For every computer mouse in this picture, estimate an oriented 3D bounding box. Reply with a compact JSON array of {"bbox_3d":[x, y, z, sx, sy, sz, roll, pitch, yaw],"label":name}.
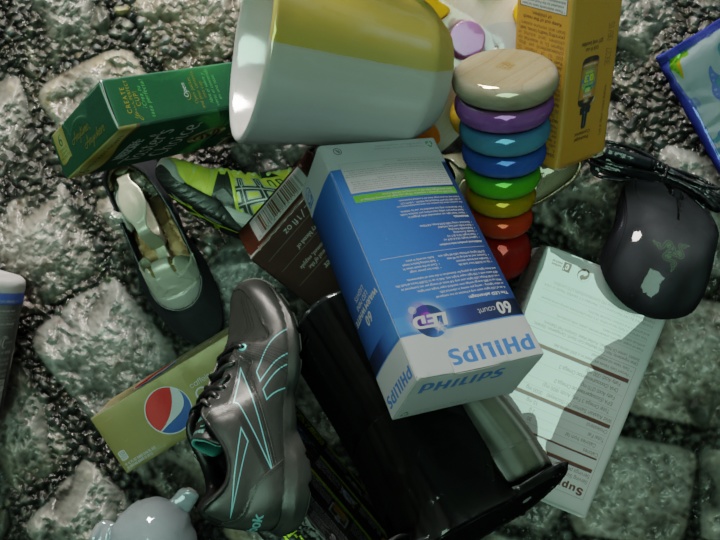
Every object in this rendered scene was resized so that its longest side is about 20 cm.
[{"bbox_3d":[0.252,-0.044,0.765,0.138,0.200,0.053,21,134,1],"label":"computer mouse"}]

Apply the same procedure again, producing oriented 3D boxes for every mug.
[{"bbox_3d":[-0.006,-0.170,0.689,0.152,0.187,0.150,8,60,-18],"label":"mug"}]

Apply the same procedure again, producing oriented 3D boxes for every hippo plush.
[{"bbox_3d":[-0.190,0.295,0.816,0.159,0.200,0.161,-27,79,-16],"label":"hippo plush"}]

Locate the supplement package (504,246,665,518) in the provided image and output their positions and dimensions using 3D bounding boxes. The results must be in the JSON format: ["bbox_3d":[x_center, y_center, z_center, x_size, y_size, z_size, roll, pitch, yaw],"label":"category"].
[{"bbox_3d":[0.174,0.092,0.805,0.117,0.117,0.201,22,93,3],"label":"supplement package"}]

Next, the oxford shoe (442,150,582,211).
[{"bbox_3d":[0.108,-0.080,0.833,0.199,0.074,0.071,-16,86,4],"label":"oxford shoe"}]

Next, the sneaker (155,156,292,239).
[{"bbox_3d":[-0.096,-0.065,0.860,0.199,0.075,0.077,24,83,-8],"label":"sneaker"}]

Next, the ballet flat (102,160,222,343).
[{"bbox_3d":[-0.193,-0.021,0.867,0.073,0.073,0.201,-23,88,5],"label":"ballet flat"}]

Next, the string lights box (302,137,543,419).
[{"bbox_3d":[0.039,-0.002,0.661,0.102,0.059,0.201,-7,58,-25],"label":"string lights box"}]

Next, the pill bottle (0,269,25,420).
[{"bbox_3d":[-0.394,0.096,0.865,0.113,0.114,0.201,12,91,6],"label":"pill bottle"}]

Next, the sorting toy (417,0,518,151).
[{"bbox_3d":[0.045,-0.225,0.801,0.179,0.107,0.201,31,93,-15],"label":"sorting toy"}]

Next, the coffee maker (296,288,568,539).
[{"bbox_3d":[0.028,0.110,0.683,0.200,0.191,0.135,58,132,25],"label":"coffee maker"}]

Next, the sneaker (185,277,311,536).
[{"bbox_3d":[-0.086,0.094,0.675,0.079,0.075,0.201,6,58,-26],"label":"sneaker"}]

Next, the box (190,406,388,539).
[{"bbox_3d":[-0.044,0.199,0.790,0.047,0.193,0.200,-41,87,4],"label":"box"}]

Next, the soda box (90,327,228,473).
[{"bbox_3d":[-0.147,0.106,0.855,0.199,0.068,0.064,-32,96,7],"label":"soda box"}]

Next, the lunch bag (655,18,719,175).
[{"bbox_3d":[0.385,-0.167,0.787,0.199,0.127,0.171,-30,89,18],"label":"lunch bag"}]

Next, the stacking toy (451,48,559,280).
[{"bbox_3d":[0.122,-0.079,0.770,0.085,0.086,0.201,-2,127,6],"label":"stacking toy"}]

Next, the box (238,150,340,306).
[{"bbox_3d":[0.000,0.000,0.802,0.200,0.075,0.100,39,96,-27],"label":"box"}]

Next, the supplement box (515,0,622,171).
[{"bbox_3d":[0.170,-0.189,0.753,0.066,0.069,0.201,-21,123,-31],"label":"supplement box"}]

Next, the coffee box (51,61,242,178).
[{"bbox_3d":[-0.153,-0.135,0.787,0.123,0.199,0.044,-22,88,49],"label":"coffee box"}]
